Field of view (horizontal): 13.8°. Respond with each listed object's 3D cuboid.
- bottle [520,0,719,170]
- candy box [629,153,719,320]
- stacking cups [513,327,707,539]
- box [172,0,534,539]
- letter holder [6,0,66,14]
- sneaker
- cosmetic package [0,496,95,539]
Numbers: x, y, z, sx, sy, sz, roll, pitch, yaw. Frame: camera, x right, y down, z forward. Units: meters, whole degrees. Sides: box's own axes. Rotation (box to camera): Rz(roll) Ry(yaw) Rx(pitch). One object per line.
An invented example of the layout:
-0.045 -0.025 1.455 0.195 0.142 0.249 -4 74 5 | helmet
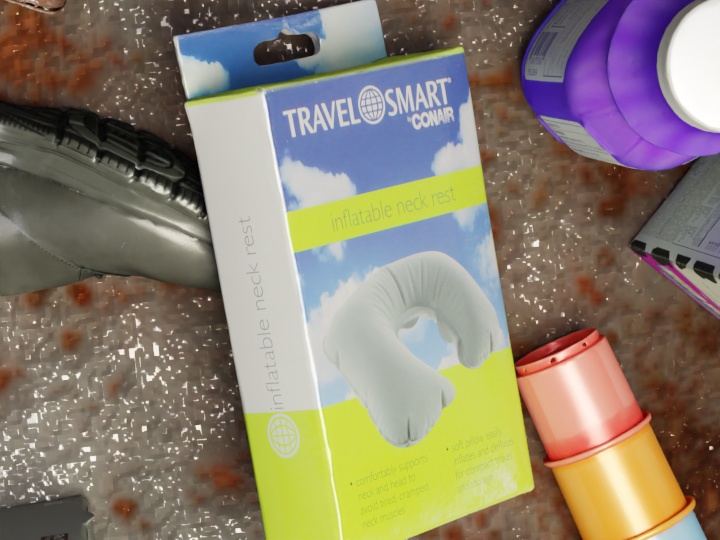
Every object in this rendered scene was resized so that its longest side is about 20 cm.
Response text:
0.113 -0.077 1.087 0.065 0.200 0.084 45 88 -9 | bottle
0.187 0.015 1.102 0.136 0.200 0.061 37 91 -8 | candy box
0.115 0.122 1.176 0.060 0.061 0.200 -28 95 -3 | stacking cups
0.000 0.000 1.127 0.122 0.048 0.201 -16 98 -48 | box
-0.157 -0.164 1.042 0.142 0.200 0.101 19 98 -13 | letter holder
-0.135 -0.023 1.137 0.199 0.076 0.091 20 102 0 | sneaker
-0.127 0.195 1.131 0.090 0.107 0.201 -11 94 -5 | cosmetic package
